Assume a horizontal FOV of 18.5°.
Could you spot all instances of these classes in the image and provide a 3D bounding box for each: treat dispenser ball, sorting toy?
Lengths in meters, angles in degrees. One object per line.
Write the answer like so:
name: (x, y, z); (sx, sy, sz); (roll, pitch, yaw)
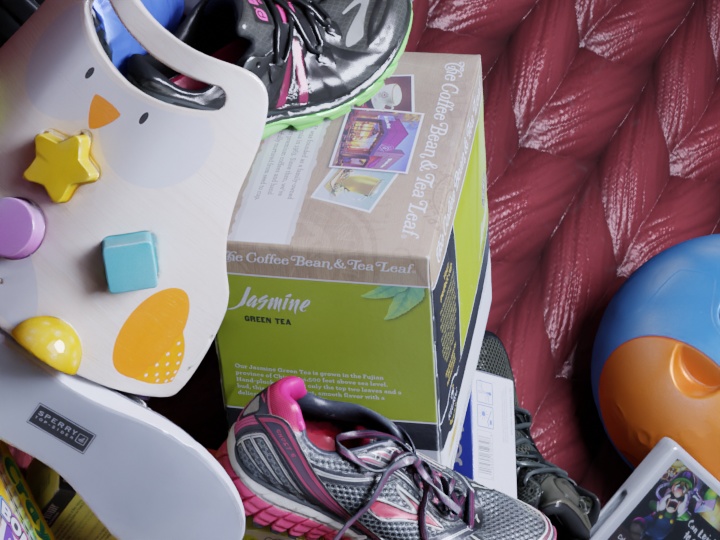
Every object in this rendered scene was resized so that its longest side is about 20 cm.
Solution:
treat dispenser ball: (0.268, 0.074, 1.603); (0.200, 0.201, 0.202); (17, 64, -40)
sorting toy: (-0.140, -0.060, 1.153); (0.200, 0.180, 0.107); (39, 15, 12)

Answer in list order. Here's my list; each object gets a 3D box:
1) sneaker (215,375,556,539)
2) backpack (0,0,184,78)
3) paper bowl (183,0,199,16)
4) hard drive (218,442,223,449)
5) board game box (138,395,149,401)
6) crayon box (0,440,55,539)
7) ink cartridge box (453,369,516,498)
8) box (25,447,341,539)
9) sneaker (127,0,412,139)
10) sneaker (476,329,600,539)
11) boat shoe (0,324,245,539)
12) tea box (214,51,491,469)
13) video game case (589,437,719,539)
sneaker: (0.021, 0.124, 1.228); (0.199, 0.075, 0.081); (20, 34, -17)
backpack: (-0.193, -0.188, 1.262); (0.200, 0.162, 0.168); (57, 42, -13)
paper bowl: (-0.062, -0.205, 1.399); (0.200, 0.105, 0.201); (26, 16, -8)
hard drive: (-0.059, 0.187, 1.345); (0.135, 0.042, 0.200); (46, 48, -14)
board game box: (-0.207, 0.006, 1.276); (0.200, 0.032, 0.121); (15, 69, -41)
crayon box: (-0.202, 0.163, 1.166); (0.201, 0.058, 0.119); (64, 9, -7)
ink cartridge box: (0.055, 0.173, 1.434); (0.044, 0.094, 0.201); (17, 64, -41)
box: (-0.088, 0.138, 1.267); (0.199, 0.075, 0.050); (14, 56, -18)
sneaker: (-0.049, -0.126, 1.256); (0.200, 0.077, 0.084); (-32, 143, -26)
sneaker: (0.108, 0.128, 1.490); (0.076, 0.114, 0.200); (20, 60, -41)
boat shoe: (-0.145, 0.084, 1.186); (0.200, 0.070, 0.066); (33, 17, -17)
tea box: (0.000, 0.000, 1.323); (0.200, 0.133, 0.197); (-73, 164, -50)
video game case: (0.218, 0.240, 1.549); (0.200, 0.023, 0.182); (41, 91, -28)
